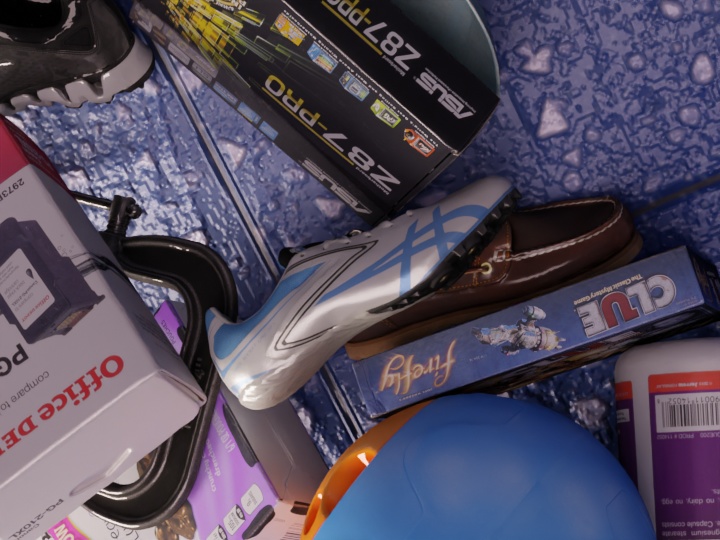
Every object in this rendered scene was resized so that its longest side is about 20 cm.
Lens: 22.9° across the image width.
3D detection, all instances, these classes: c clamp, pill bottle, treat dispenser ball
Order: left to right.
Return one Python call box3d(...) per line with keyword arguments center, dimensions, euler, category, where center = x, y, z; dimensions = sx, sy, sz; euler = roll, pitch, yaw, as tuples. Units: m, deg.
box3d(center=(-0.148, 0.051, 1.077), dimensions=(0.169, 0.027, 0.202), euler=(6, 83, 30), category="c clamp")
box3d(center=(0.063, 0.168, 0.967), dimensions=(0.199, 0.201, 0.203), euler=(3, 109, 9), category="treat dispenser ball")
box3d(center=(0.207, 0.142, 1.026), dimensions=(0.111, 0.112, 0.202), euler=(-4, 83, 11), category="pill bottle")

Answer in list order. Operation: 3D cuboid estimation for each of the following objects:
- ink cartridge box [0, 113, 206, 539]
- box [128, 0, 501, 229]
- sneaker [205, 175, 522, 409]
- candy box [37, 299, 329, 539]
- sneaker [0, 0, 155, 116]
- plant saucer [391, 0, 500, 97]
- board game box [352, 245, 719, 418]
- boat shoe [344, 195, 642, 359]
box3d(center=(-0.205, 0.034, 1.025), dimensions=(0.144, 0.084, 0.201), euler=(-37, 68, 1), category="ink cartridge box")
box3d(center=(-0.031, -0.121, 0.994), dimensions=(0.200, 0.161, 0.049), euler=(41, 71, -4), category="box")
box3d(center=(0.000, 0.000, 1.000), dimensions=(0.199, 0.072, 0.073), euler=(-33, 81, 3), category="sneaker")
box3d(center=(-0.120, 0.150, 1.094), dimensions=(0.200, 0.071, 0.168), euler=(-50, 52, 20), category="candy box")
box3d(center=(-0.229, -0.129, 1.059), dimensions=(0.198, 0.067, 0.091), euler=(-15, 130, 11), category="sneaker")
box3d(center=(0.003, -0.158, 0.987), dimensions=(0.201, 0.201, 0.039), euler=(41, 68, -5), category="plant saucer")
box3d(center=(0.109, 0.040, 1.030), dimensions=(0.198, 0.135, 0.035), euler=(-20, 80, 16), category="board game box")
box3d(center=(0.065, -0.007, 1.056), dimensions=(0.198, 0.071, 0.071), euler=(-20, 108, 16), category="boat shoe")
